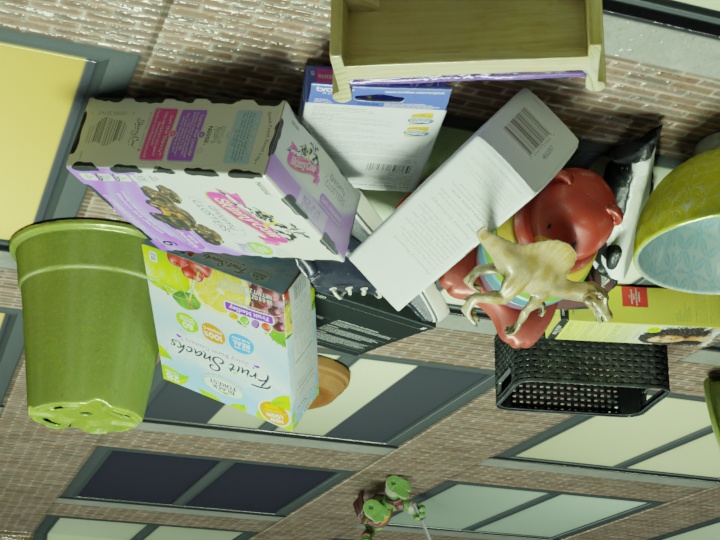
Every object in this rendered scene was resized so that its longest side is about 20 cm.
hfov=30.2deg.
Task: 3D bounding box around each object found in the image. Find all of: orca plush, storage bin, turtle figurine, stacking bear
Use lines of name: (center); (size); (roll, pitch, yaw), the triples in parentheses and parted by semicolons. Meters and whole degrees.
orca plush: (0.226, -0.064, 1.237); (0.071, 0.106, 0.200); (21, 163, 16)
storage bin: (0.276, 0.119, 1.677); (0.198, 0.095, 0.135); (3, 158, -8)
turtle figurine: (0.067, 0.485, 2.526); (0.143, 0.201, 0.194); (-13, 151, -7)
stacking bear: (0.168, -0.027, 1.215); (0.121, 0.114, 0.200); (40, 155, 1)

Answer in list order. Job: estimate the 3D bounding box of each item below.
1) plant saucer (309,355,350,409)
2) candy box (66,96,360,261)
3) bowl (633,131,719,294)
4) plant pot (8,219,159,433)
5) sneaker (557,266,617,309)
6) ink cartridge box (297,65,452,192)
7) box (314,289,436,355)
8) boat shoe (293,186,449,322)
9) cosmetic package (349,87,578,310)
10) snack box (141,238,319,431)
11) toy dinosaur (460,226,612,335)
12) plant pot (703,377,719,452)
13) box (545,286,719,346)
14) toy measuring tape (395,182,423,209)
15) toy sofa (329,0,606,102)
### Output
plant saucer: (-0.113, 0.161, 1.876); (0.198, 0.038, 0.200); (1, 159, 1)
candy box: (-0.123, -0.077, 1.158); (0.198, 0.072, 0.168); (4, 157, 26)
bowl: (0.341, -0.062, 1.192); (0.198, 0.109, 0.200); (1, 158, 0)
plant pot: (-0.291, 0.071, 1.446); (0.198, 0.192, 0.200); (1, 160, 1)
sneaker: (0.230, 0.000, 1.423); (0.114, 0.076, 0.200); (-1, 170, -10)
ink cartridge box: (0.005, -0.124, 1.142); (0.118, 0.042, 0.200); (2, 162, -6)
box: (-0.034, 0.023, 1.466); (0.199, 0.080, 0.141); (19, 155, -37)
boat shoe: (0.000, 0.000, 1.295); (0.200, 0.093, 0.075); (50, 175, -27)
cosmetic package: (0.087, -0.058, 1.149); (0.074, 0.102, 0.200); (46, 135, 0)
snack box: (-0.130, 0.053, 1.378); (0.167, 0.068, 0.201); (19, 137, 21)
toy dinosaur: (0.132, 0.001, 1.133); (0.101, 0.059, 0.199); (-35, 137, 29)
plant pot: (0.588, 0.214, 1.809); (0.183, 0.202, 0.200); (-21, 152, 20)
box: (0.320, 0.052, 1.564); (0.198, 0.051, 0.075); (3, 159, -4)
toy measuring tape: (0.078, -0.058, 1.251); (0.073, 0.074, 0.200); (7, 163, -16)
toy sofa: (0.077, -0.169, 0.968); (0.198, 0.084, 0.098); (-2, 157, 6)
